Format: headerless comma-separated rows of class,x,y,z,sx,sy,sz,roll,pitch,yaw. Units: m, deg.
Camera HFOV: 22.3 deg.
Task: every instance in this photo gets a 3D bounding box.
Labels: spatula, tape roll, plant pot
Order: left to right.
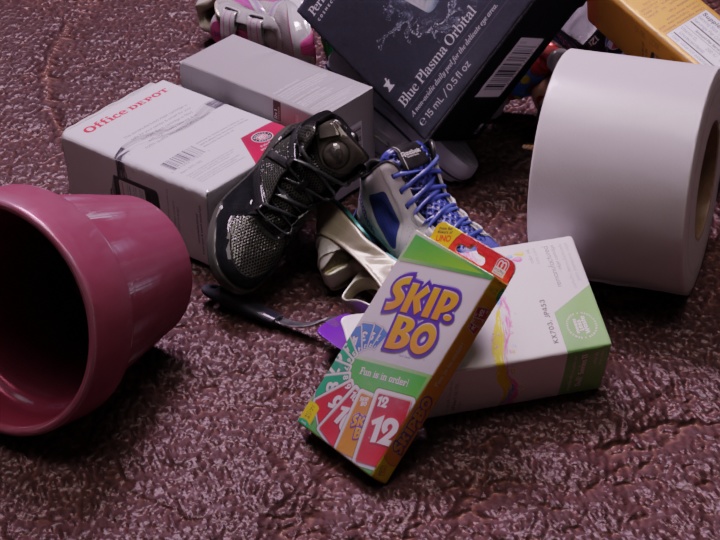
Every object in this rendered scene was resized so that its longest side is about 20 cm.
plant pot,-0.241,0.017,1.507,0.199,0.201,0.179,17,23,28
spatula,-0.059,0.043,1.592,0.199,0.021,0.056,15,24,30
tape roll,0.239,-0.089,1.615,0.138,0.204,0.203,9,34,17

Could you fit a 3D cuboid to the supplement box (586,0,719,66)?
supplement box,0.299,-0.222,1.737,0.069,0.067,0.200,-30,55,-14

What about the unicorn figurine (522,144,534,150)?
unicorn figurine,0.275,-0.131,1.766,0.137,0.074,0.200,35,69,29

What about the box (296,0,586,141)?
box,0.080,-0.263,1.783,0.200,0.197,0.117,46,24,18

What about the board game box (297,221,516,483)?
board game box,0.037,0.059,1.439,0.095,0.030,0.200,32,88,42

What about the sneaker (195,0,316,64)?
sneaker,-0.118,-0.267,2.037,0.088,0.082,0.200,-22,29,-25

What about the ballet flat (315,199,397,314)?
ballet flat,0.000,0.000,1.625,0.069,0.070,0.200,-20,38,-26

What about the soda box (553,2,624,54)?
soda box,0.209,-0.287,1.936,0.071,0.063,0.200,-47,47,1

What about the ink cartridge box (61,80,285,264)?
ink cartridge box,-0.168,-0.098,1.761,0.199,0.084,0.145,23,40,34

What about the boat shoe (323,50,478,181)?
boat shoe,0.033,-0.143,1.840,0.200,0.067,0.073,44,22,25

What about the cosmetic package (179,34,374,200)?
cosmetic package,-0.083,-0.152,1.821,0.199,0.107,0.090,21,39,34

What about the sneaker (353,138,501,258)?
sneaker,0.056,-0.051,1.645,0.080,0.116,0.199,-26,39,-31

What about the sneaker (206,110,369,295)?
sneaker,-0.063,-0.070,1.626,0.114,0.076,0.200,-29,23,53

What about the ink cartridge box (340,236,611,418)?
ink cartridge box,0.092,0.049,1.500,0.199,0.067,0.118,-10,55,-11

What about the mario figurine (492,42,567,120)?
mario figurine,0.167,-0.191,1.861,0.199,0.106,0.123,31,9,9

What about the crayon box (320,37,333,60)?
crayon box,0.060,-0.259,2.022,0.199,0.059,0.119,-6,32,-6
